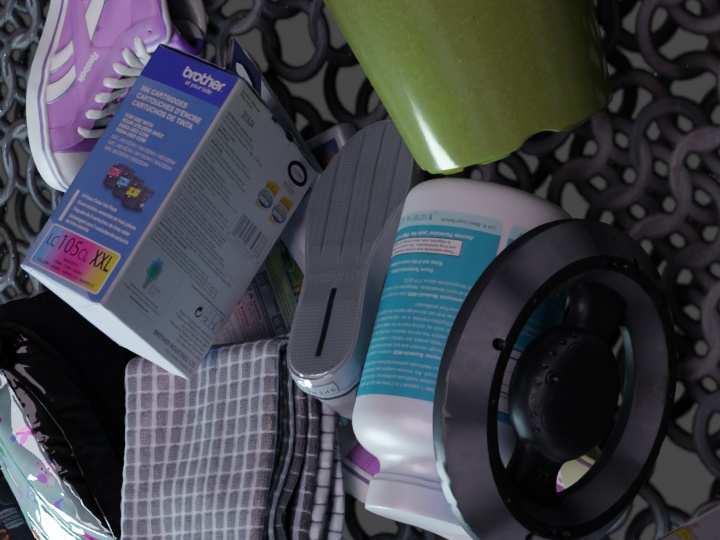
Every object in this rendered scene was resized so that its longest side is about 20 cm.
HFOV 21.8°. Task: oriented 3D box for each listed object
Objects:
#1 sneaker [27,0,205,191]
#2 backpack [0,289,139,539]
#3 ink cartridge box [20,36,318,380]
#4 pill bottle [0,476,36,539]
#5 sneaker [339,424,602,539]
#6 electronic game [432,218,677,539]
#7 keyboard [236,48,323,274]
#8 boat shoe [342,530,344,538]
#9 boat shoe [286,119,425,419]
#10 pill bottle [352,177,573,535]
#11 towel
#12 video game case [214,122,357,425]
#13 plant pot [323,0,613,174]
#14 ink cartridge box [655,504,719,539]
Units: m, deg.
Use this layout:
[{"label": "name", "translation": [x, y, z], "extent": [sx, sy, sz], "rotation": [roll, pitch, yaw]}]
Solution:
[{"label": "sneaker", "translation": [-0.169, -0.141, 1.326], "extent": [0.114, 0.073, 0.201], "rotation": [21, 111, 30]}, {"label": "backpack", "translation": [-0.194, 0.114, 1.363], "extent": [0.200, 0.167, 0.127], "rotation": [61, 147, 8]}, {"label": "ink cartridge box", "translation": [-0.109, -0.049, 1.197], "extent": [0.076, 0.136, 0.200], "rotation": [27, 78, 29]}, {"label": "pill bottle", "translation": [-0.283, 0.236, 1.471], "extent": [0.200, 0.106, 0.106], "rotation": [47, 123, 21]}, {"label": "sneaker", "translation": [0.069, 0.113, 1.206], "extent": [0.200, 0.073, 0.115], "rotation": [21, 102, 28]}, {"label": "electronic game", "translation": [0.115, 0.070, 1.071], "extent": [0.042, 0.200, 0.201], "rotation": [12, 106, 47]}, {"label": "keyboard", "translation": [-0.045, -0.055, 1.269], "extent": [0.056, 0.011, 0.200], "rotation": [-41, 73, 29]}, {"label": "boat shoe", "translation": [-0.070, 0.239, 1.334], "extent": [0.086, 0.075, 0.202], "rotation": [31, 126, 33]}, {"label": "boat shoe", "translation": [0.000, 0.000, 1.200], "extent": [0.073, 0.067, 0.200], "rotation": [4, 60, 28]}, {"label": "pill bottle", "translation": [0.059, 0.053, 1.123], "extent": [0.111, 0.111, 0.200], "rotation": [5, 74, 37]}, {"label": "towel", "translation": [-0.086, 0.140, 1.237], "extent": [0.165, 0.085, 0.201], "rotation": [-13, 72, 49]}, {"label": "video game case", "translation": [-0.039, 0.024, 1.296], "extent": [0.182, 0.022, 0.200], "rotation": [-25, 82, 38]}, {"label": "plant pot", "translation": [0.061, -0.165, 1.097], "extent": [0.200, 0.200, 0.190], "rotation": [-15, 102, 39]}, {"label": "ink cartridge box", "translation": [0.192, 0.218, 1.038], "extent": [0.084, 0.200, 0.145], "rotation": [-37, 76, 37]}]
